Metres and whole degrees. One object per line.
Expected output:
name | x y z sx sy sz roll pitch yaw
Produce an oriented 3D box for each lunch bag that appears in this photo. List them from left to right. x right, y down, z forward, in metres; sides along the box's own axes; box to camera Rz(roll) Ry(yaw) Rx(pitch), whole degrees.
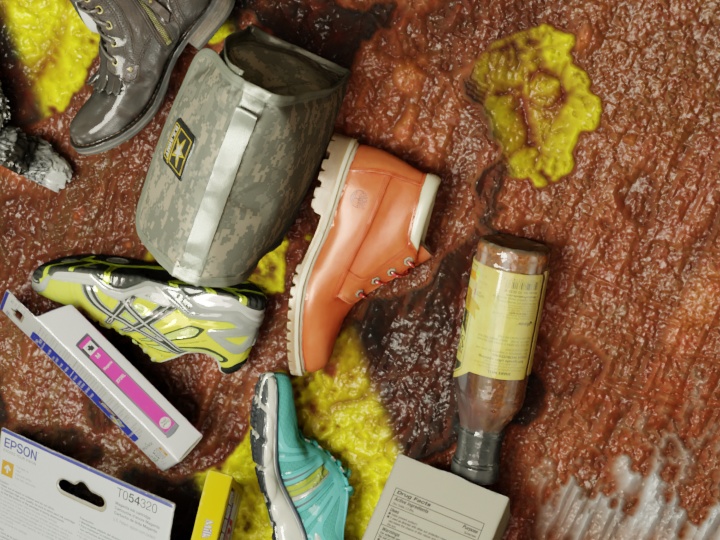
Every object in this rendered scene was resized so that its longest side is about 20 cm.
lunch bag | -0.097 -0.089 1.620 0.117 0.200 0.165 24 106 3

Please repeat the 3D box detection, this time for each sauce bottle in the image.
sauce bottle | 0.108 0.073 1.691 0.065 0.066 0.202 12 102 7

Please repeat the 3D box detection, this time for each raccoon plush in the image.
raccoon plush | -0.308 -0.169 1.717 0.199 0.097 0.135 27 92 -27

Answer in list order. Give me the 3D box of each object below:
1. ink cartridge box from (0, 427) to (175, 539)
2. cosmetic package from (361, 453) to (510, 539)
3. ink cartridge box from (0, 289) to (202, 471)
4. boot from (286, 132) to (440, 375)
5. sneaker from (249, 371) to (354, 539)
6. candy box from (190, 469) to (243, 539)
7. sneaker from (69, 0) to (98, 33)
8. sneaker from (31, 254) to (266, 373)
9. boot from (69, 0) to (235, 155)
ink cartridge box | -0.235 0.254 1.766 0.195 0.043 0.202 20 106 29
cosmetic package | 0.040 0.264 1.686 0.104 0.071 0.201 22 70 13
ink cartridge box | -0.217 0.085 1.732 0.200 0.095 0.037 43 74 -3
boot | 0.000 0.000 1.692 0.106 0.075 0.202 17 103 0
sneaker | -0.046 0.176 1.748 0.079 0.078 0.202 -16 105 -7
candy box | -0.134 0.270 1.717 0.026 0.102 0.202 13 79 2
sneaker | -0.261 -0.284 1.679 0.098 0.071 0.202 -6 114 30
sneaker | -0.180 0.036 1.727 0.198 0.075 0.077 12 104 8
boot | -0.208 -0.209 1.632 0.201 0.069 0.174 -51 129 0
